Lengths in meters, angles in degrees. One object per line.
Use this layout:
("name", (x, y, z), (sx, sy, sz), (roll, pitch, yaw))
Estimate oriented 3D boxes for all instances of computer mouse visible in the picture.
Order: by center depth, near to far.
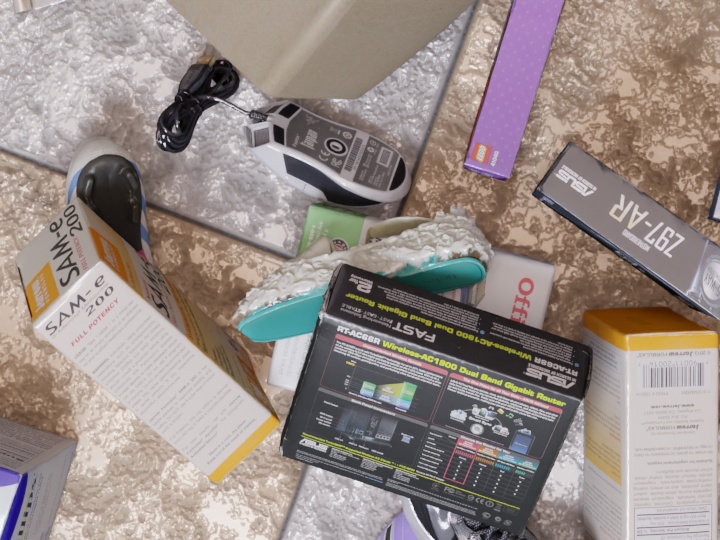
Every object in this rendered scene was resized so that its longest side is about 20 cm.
("computer mouse", (-0.057, -0.094, 1.602), (0.199, 0.110, 0.044), (26, 130, -3))

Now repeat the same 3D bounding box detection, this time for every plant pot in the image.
("plant pot", (-0.033, -0.237, 1.526), (0.200, 0.200, 0.177), (44, 113, 21))

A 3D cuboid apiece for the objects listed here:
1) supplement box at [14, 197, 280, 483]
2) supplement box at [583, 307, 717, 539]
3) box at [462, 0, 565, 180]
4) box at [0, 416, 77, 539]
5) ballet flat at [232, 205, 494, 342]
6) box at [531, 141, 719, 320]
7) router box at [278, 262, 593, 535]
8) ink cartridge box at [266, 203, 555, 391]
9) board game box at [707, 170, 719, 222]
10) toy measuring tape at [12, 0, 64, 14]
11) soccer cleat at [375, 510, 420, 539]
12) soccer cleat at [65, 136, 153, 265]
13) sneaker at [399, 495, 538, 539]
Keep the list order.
("supplement box", (-0.161, 0.052, 1.541), (0.073, 0.126, 0.200), (-43, 119, 5))
("supplement box", (0.217, 0.136, 1.540), (0.073, 0.126, 0.201), (-2, 98, -8))
("box", (0.124, -0.169, 1.555), (0.039, 0.137, 0.201), (17, 92, 3))
("box", (-0.332, 0.161, 1.562), (0.183, 0.200, 0.106), (18, 93, 3))
("ballet flat", (0.000, 0.000, 1.527), (0.199, 0.072, 0.072), (-14, 90, 3))
("box", (0.205, -0.030, 1.521), (0.160, 0.200, 0.044), (36, 93, 2))
("router box", (0.052, 0.095, 1.492), (0.199, 0.062, 0.150), (19, 131, 0))
("ink cartridge box", (0.041, 0.041, 1.591), (0.199, 0.088, 0.146), (15, 92, 2))
("board game box", (0.386, -0.089, 1.589), (0.199, 0.037, 0.152), (14, 92, 4))
("toy measuring tape", (-0.184, -0.240, 1.609), (0.199, 0.074, 0.074), (-14, 90, 4))
("soccer cleat", (0.011, 0.272, 1.602), (0.067, 0.076, 0.200), (35, 93, 3))
("soccer cleat", (-0.197, -0.011, 1.622), (0.069, 0.086, 0.201), (-5, 114, -15))
("sneaker", (0.112, 0.211, 1.558), (0.075, 0.114, 0.200), (-40, 103, -21))
